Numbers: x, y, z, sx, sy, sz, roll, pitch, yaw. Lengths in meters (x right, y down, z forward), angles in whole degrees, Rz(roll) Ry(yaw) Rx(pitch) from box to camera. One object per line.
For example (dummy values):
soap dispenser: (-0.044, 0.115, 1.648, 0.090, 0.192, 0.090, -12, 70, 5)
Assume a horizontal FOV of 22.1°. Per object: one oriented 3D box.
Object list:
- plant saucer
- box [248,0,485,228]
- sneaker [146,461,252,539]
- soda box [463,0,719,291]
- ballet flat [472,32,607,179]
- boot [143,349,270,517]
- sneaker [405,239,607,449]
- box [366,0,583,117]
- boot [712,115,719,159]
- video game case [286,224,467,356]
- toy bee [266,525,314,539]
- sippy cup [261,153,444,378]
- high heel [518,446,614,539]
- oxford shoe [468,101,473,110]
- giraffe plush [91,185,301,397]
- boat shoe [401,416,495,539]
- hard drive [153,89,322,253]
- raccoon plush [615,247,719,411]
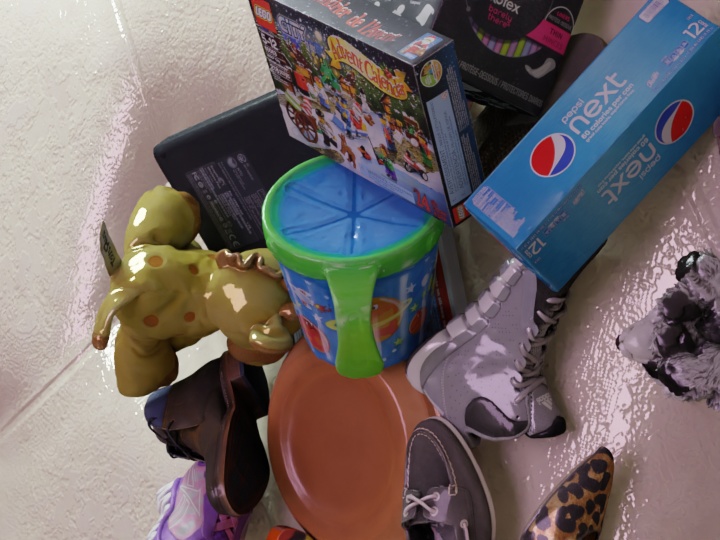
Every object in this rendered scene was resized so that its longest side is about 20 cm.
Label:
plant saucer: (-0.008, 0.136, 1.457, 0.200, 0.037, 0.201, 5, 97, 43)
box: (0.003, -0.127, 1.313, 0.200, 0.038, 0.137, 32, 148, 45)
sneaker: (-0.122, 0.206, 1.529, 0.089, 0.080, 0.200, -48, 17, 11)
soda box: (0.168, -0.087, 1.247, 0.200, 0.068, 0.064, -47, 48, 2)
ballet flat: (0.117, -0.105, 1.383, 0.200, 0.046, 0.068, -41, 41, 30)
boot: (-0.130, 0.145, 1.522, 0.097, 0.075, 0.200, -21, 29, 14)
sneaker: (0.130, 0.057, 1.331, 0.200, 0.075, 0.116, -46, 68, 32)
box: (0.093, -0.229, 1.335, 0.106, 0.122, 0.201, 20, 90, 55)
boot: (0.304, -0.086, 1.153, 0.200, 0.070, 0.147, -5, 78, 47)
video game case: (0.013, 0.063, 1.484, 0.200, 0.017, 0.144, -29, 64, 42)
toy bee: (-0.066, 0.313, 1.488, 0.200, 0.108, 0.131, -59, 14, 11)
sippy cup: (0.000, 0.000, 1.381, 0.139, 0.178, 0.131, 22, 139, 30)
high heel: (0.167, 0.235, 1.267, 0.142, 0.071, 0.201, 32, 104, 32)
oxford shoe: (0.005, -0.147, 1.474, 0.200, 0.075, 0.071, 13, 76, 46)
giraffe plush: (-0.115, 0.019, 1.499, 0.161, 0.200, 0.173, 8, 75, 8)
boat shoe: (0.062, 0.209, 1.346, 0.067, 0.057, 0.201, -12, 89, 48)
hard drive: (-0.072, -0.073, 1.534, 0.200, 0.033, 0.140, -17, 107, 45)
raccoon plush: (0.264, 0.060, 1.190, 0.199, 0.134, 0.097, 20, 83, 15)
